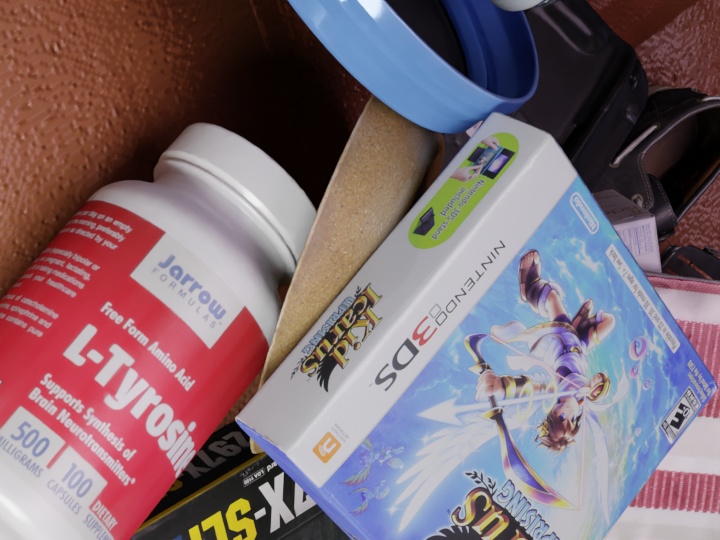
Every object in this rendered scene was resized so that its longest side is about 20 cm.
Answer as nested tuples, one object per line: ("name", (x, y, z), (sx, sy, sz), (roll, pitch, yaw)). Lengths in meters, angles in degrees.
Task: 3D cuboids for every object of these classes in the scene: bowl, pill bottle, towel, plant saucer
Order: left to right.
("pill bottle", (-0.107, 0.034, 0.822), (0.200, 0.112, 0.113), (-52, 129, -20))
("plant saucer", (0.000, 0.000, 0.878), (0.200, 0.035, 0.202), (21, 90, -85))
("bowl", (0.008, -0.152, 0.851), (0.200, 0.039, 0.201), (42, 27, -28))
("towel", (0.154, 0.101, 0.955), (0.143, 0.023, 0.202), (7, 98, -21))

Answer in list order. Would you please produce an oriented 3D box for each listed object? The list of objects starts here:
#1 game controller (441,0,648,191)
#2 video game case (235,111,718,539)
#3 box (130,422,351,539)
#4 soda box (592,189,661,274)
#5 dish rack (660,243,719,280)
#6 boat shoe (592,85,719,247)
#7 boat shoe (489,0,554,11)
("game controller", (0.086, -0.066, 1.021), (0.104, 0.042, 0.201), (40, 71, -15))
("video game case", (0.063, 0.061, 0.839), (0.182, 0.045, 0.200), (-49, 129, -11))
("box", (-0.062, 0.168, 0.939), (0.199, 0.049, 0.161), (-28, 116, -35))
("soda box", (0.132, 0.064, 0.989), (0.063, 0.068, 0.202), (-12, 107, -9))
("dish rack", (0.175, 0.085, 1.089), (0.153, 0.055, 0.200), (31, 103, -41))
("boat shoe", (0.151, -0.035, 1.072), (0.200, 0.067, 0.072), (-46, 126, -22))
("boat shoe", (0.131, -0.195, 0.904), (0.091, 0.070, 0.201), (42, 68, -39))
